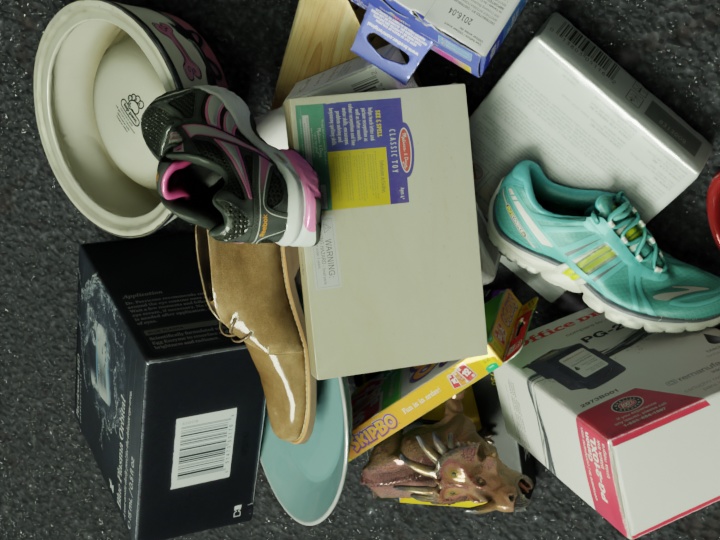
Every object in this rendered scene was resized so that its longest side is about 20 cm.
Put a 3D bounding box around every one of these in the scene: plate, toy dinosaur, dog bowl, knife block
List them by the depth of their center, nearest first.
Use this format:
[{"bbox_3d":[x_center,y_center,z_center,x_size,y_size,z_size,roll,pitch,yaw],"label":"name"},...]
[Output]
[{"bbox_3d":[-0.047,0.107,0.940,0.200,0.025,0.202,18,110,60],"label":"plate"},{"bbox_3d":[-0.043,-0.141,0.943,0.175,0.064,0.201,-19,110,27],"label":"knife block"},{"bbox_3d":[0.050,0.159,0.944,0.199,0.136,0.086,-29,105,38],"label":"toy dinosaur"},{"bbox_3d":[-0.190,-0.133,0.976,0.199,0.074,0.202,16,115,37],"label":"dog bowl"}]

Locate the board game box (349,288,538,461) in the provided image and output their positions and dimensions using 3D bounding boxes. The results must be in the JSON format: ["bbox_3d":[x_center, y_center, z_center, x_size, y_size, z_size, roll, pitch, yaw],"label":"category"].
[{"bbox_3d":[0.058,0.085,0.937,0.199,0.096,0.030,-34,102,28],"label":"board game box"}]

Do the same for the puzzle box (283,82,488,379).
[{"bbox_3d":[0.020,-0.030,0.824,0.132,0.025,0.202,-6,96,-14],"label":"puzzle box"}]

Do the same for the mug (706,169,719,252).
[{"bbox_3d":[0.357,-0.007,0.838,0.132,0.178,0.201,-19,116,-10],"label":"mug"}]

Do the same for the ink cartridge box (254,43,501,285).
[{"bbox_3d":[-0.007,-0.057,0.914,0.175,0.045,0.201,-18,116,26],"label":"ink cartridge box"}]

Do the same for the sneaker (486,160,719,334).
[{"bbox_3d":[0.189,-0.017,0.866,0.199,0.078,0.080,26,128,13],"label":"sneaker"}]

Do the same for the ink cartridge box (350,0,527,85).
[{"bbox_3d":[0.064,-0.232,0.799,0.136,0.076,0.201,32,89,5],"label":"ink cartridge box"}]

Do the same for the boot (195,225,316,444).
[{"bbox_3d":[-0.082,0.042,0.887,0.073,0.075,0.202,2,103,59],"label":"boot"}]

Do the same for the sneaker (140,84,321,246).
[{"bbox_3d":[-0.112,-0.077,0.807,0.200,0.086,0.081,32,122,45],"label":"sneaker"}]

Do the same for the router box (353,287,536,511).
[{"bbox_3d":[0.073,0.115,1.032,0.148,0.051,0.202,-1,112,23],"label":"router box"}]

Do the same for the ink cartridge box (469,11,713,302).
[{"bbox_3d":[0.156,-0.082,0.919,0.160,0.047,0.200,40,139,-1],"label":"ink cartridge box"}]

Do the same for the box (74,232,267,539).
[{"bbox_3d":[-0.176,0.101,1.032,0.200,0.117,0.198,47,136,48],"label":"box"}]

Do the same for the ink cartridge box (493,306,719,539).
[{"bbox_3d":[0.205,0.098,0.861,0.144,0.200,0.085,-20,109,-12],"label":"ink cartridge box"}]
